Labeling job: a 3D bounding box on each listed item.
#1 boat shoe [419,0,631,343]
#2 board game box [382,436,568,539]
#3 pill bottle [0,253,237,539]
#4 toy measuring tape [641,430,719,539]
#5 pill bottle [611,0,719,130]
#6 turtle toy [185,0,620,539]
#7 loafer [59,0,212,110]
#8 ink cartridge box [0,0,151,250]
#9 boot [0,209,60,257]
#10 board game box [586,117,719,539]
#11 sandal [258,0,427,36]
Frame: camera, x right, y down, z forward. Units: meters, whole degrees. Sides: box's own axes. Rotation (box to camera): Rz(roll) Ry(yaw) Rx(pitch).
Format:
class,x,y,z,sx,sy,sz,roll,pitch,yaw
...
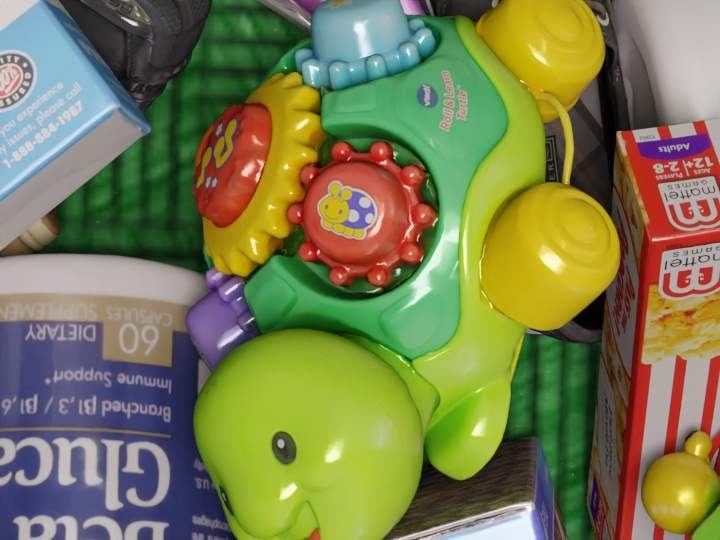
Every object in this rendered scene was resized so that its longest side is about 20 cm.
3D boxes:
class,x,y,z,sx,sy,sz,roll,pitch,yaw
boat shoe,0.056,-0.069,0.904,0.069,0.066,0.201,-12,107,-17
board game box,0.038,0.169,0.884,0.096,0.159,0.201,-16,93,5
pill bottle,-0.092,0.103,0.877,0.110,0.111,0.201,1,77,-6
toy measuring tape,0.185,0.082,0.847,0.199,0.074,0.074,14,92,10
pill bottle,0.188,-0.062,0.922,0.199,0.111,0.112,-10,94,-5
turtle toy,0.000,0.000,0.830,0.101,0.146,0.201,19,50,-24
loafer,-0.138,-0.125,0.906,0.200,0.071,0.068,38,45,6
ink cartridge box,-0.169,-0.090,0.830,0.115,0.068,0.200,-37,85,2
boot,-0.213,-0.032,0.899,0.200,0.073,0.156,41,87,-4
board game box,0.154,0.025,0.890,0.150,0.201,0.047,-9,52,-5
sandal,-0.022,-0.123,0.926,0.202,0.050,0.083,32,89,-9
